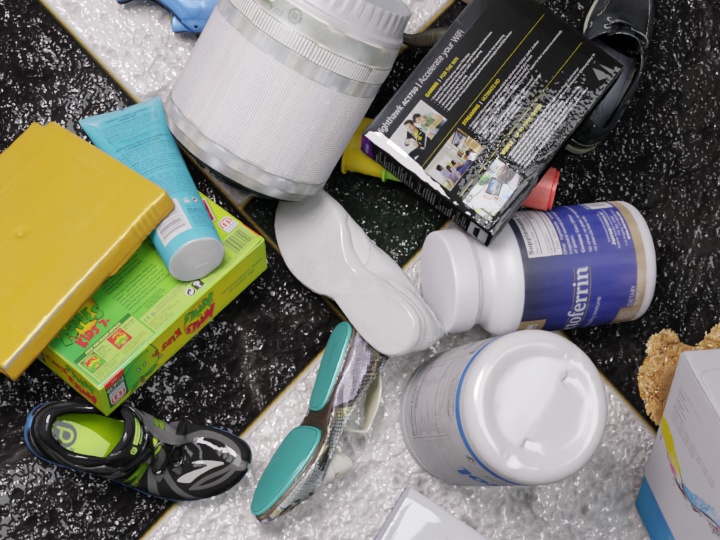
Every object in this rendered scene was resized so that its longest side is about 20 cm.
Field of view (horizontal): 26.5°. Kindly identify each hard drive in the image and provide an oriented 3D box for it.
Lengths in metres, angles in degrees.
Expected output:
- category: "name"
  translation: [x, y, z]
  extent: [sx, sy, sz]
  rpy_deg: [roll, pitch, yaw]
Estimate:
- category: "hard drive"
  translation: [0.092, 0.310, 1.408]
  extent: [0.200, 0.025, 0.132]
  rpy_deg: [35, 75, -8]

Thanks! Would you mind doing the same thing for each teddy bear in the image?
- category: "teddy bear"
  translation: [0.356, 0.114, 1.496]
  extent: [0.199, 0.067, 0.146]
  rpy_deg: [-12, 103, -18]

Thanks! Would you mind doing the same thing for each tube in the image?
- category: "tube"
  translation: [-0.179, -0.079, 1.338]
  extent: [0.077, 0.051, 0.200]
  rpy_deg: [-17, 53, -19]

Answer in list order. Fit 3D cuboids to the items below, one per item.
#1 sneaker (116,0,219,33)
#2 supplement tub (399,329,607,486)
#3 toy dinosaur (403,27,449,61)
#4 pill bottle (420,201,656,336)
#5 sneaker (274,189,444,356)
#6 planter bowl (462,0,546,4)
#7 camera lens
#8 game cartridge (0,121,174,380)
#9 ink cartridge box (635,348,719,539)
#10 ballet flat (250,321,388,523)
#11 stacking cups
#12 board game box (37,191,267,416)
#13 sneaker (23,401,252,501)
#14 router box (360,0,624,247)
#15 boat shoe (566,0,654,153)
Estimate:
- category: "sneaker"
  translation: [-0.129, -0.244, 1.411]
  extent: [0.199, 0.066, 0.079]
  rpy_deg: [18, 90, -13]
- category: "supplement tub"
  translation: [0.122, 0.125, 1.352]
  extent: [0.131, 0.200, 0.133]
  rpy_deg: [2, 81, -15]
- category: "toy dinosaur"
  translation: [0.113, -0.191, 1.447]
  extent: [0.077, 0.102, 0.200]
  rpy_deg: [-41, 95, -17]
- category: "pill bottle"
  translation: [0.164, 0.000, 1.427]
  extent: [0.199, 0.116, 0.116]
  rpy_deg: [-6, 84, -16]
- category: "sneaker"
  translation: [0.000, 0.000, 1.404]
  extent: [0.075, 0.088, 0.200]
  rpy_deg: [-48, 67, 24]
- category: "planter bowl"
  translation: [0.158, -0.360, 1.455]
  extent: [0.199, 0.135, 0.201]
  rpy_deg: [2, 84, -22]
- category: "camera lens"
  translation: [-0.066, -0.173, 1.333]
  extent: [0.159, 0.160, 0.201]
  rpy_deg: [27, 109, -10]
- category: "game cartridge"
  translation: [-0.281, -0.024, 1.296]
  extent: [0.176, 0.032, 0.200]
  rpy_deg: [31, 70, 33]
- category: "ink cartridge box"
  translation: [0.359, 0.187, 1.386]
  extent: [0.146, 0.201, 0.146]
  rpy_deg: [-3, 39, -13]
- category: "ballet flat"
  translation: [-0.027, 0.146, 1.379]
  extent: [0.072, 0.072, 0.201]
  rpy_deg: [28, 77, -10]
- category: "stacking cups"
  translation: [0.085, -0.098, 1.418]
  extent: [0.199, 0.061, 0.061]
  rpy_deg: [13, 78, 4]
- category: "board game box"
  translation: [-0.185, 0.021, 1.324]
  extent: [0.101, 0.048, 0.200]
  rpy_deg: [35, 63, 22]
- category: "sneaker"
  translation: [-0.191, 0.156, 1.320]
  extent: [0.199, 0.083, 0.071]
  rpy_deg: [14, 79, -14]
- category: "router box"
  translation: [0.118, -0.146, 1.368]
  extent: [0.149, 0.051, 0.200]
  rpy_deg: [38, 80, 7]
- category: "boat shoe"
  translation: [0.251, -0.212, 1.507]
  extent: [0.074, 0.066, 0.200]
  rpy_deg: [31, 75, -9]
